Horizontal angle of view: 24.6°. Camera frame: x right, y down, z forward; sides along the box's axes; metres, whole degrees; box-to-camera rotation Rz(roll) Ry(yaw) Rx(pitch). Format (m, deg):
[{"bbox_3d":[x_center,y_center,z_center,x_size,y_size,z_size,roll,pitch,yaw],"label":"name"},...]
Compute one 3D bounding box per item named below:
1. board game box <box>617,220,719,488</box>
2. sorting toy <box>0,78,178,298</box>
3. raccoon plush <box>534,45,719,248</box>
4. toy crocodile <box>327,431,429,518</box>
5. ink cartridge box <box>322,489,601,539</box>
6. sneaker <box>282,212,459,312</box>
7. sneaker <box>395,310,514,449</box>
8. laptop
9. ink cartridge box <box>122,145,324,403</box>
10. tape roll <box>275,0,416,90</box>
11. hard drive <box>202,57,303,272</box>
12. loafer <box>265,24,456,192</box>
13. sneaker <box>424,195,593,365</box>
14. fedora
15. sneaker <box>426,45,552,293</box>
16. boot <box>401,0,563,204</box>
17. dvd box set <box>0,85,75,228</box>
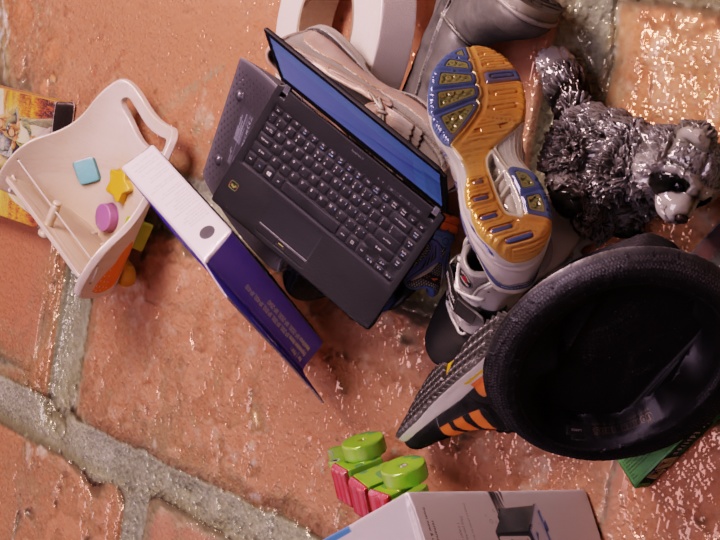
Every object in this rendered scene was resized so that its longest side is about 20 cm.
[{"bbox_3d":[0.242,0.059,1.215,0.200,0.023,0.105,-51,56,32],"label":"board game box"},{"bbox_3d":[-0.257,-0.095,1.696,0.200,0.107,0.180,48,114,37],"label":"sorting toy"},{"bbox_3d":[0.200,-0.114,1.224,0.134,0.097,0.200,-32,66,32],"label":"raccoon plush"},{"bbox_3d":[0.014,0.185,1.389,0.200,0.062,0.068,20,125,64],"label":"toy crocodile"},{"bbox_3d":[0.071,0.230,1.258,0.146,0.200,0.086,-35,62,39],"label":"ink cartridge box"},{"bbox_3d":[0.000,0.000,1.421,0.200,0.075,0.079,-18,60,48],"label":"sneaker"},{"bbox_3d":[0.100,0.111,1.328,0.090,0.070,0.200,34,145,-4],"label":"sneaker"},{"bbox_3d":[-0.031,-0.066,1.287,0.177,0.103,0.200,40,119,11],"label":"laptop"},{"bbox_3d":[-0.107,0.003,1.461,0.043,0.198,0.200,-40,51,-2],"label":"ink cartridge box"},{"bbox_3d":[-0.017,-0.212,1.454,0.203,0.037,0.203,-17,71,58],"label":"tape roll"},{"bbox_3d":[-0.076,-0.095,1.454,0.200,0.042,0.135,49,125,53],"label":"hard drive"},{"bbox_3d":[-0.001,-0.126,1.340,0.200,0.063,0.072,44,129,26],"label":"loafer"},{"bbox_3d":[0.097,0.006,1.324,0.200,0.088,0.074,-51,56,33],"label":"sneaker"},{"bbox_3d":[0.180,0.041,1.179,0.201,0.200,0.092,-52,23,31],"label":"fedora"},{"bbox_3d":[0.092,-0.074,1.231,0.088,0.075,0.200,87,177,-57],"label":"sneaker"},{"bbox_3d":[0.079,-0.148,1.344,0.200,0.072,0.182,-65,21,13],"label":"boot"},{"bbox_3d":[-0.401,-0.136,1.890,0.200,0.029,0.147,18,101,45],"label":"dvd box set"}]
